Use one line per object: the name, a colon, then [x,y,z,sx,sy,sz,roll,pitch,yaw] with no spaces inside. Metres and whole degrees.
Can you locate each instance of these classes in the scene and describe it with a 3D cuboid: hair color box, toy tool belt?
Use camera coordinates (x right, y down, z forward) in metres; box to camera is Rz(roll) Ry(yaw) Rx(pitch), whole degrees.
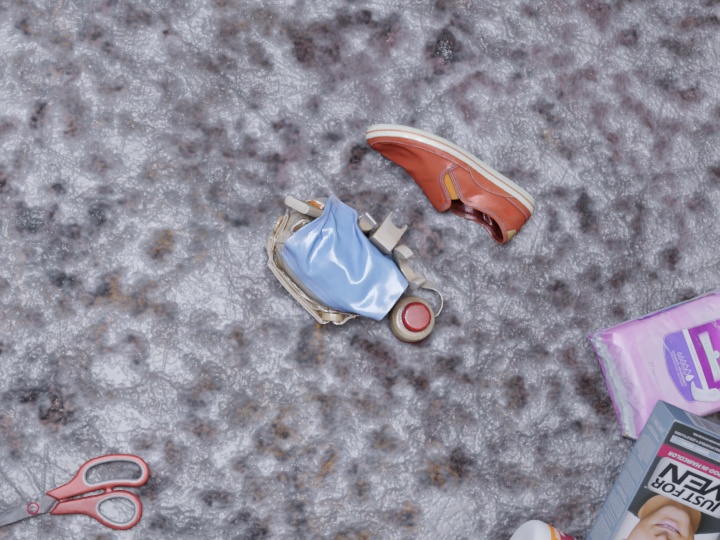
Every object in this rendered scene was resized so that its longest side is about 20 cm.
hair color box: [0.304,0.243,1.024,0.098,0.061,0.201,22,103,-5]
toy tool belt: [0.000,0.000,1.019,0.199,0.123,0.125,37,77,-2]

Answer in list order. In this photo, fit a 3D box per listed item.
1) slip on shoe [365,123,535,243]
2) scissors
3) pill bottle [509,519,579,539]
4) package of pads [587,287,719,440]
slip on shoe: [0.091,-0.094,1.080,0.199,0.074,0.062,30,80,-9]
scissors: [-0.305,0.220,0.988,0.198,0.014,0.074,-3,83,-9]
pill bottle: [0.226,0.326,0.958,0.199,0.110,0.110,27,77,-3]
package of pads: [0.353,0.094,1.089,0.198,0.076,0.121,-17,87,-12]
